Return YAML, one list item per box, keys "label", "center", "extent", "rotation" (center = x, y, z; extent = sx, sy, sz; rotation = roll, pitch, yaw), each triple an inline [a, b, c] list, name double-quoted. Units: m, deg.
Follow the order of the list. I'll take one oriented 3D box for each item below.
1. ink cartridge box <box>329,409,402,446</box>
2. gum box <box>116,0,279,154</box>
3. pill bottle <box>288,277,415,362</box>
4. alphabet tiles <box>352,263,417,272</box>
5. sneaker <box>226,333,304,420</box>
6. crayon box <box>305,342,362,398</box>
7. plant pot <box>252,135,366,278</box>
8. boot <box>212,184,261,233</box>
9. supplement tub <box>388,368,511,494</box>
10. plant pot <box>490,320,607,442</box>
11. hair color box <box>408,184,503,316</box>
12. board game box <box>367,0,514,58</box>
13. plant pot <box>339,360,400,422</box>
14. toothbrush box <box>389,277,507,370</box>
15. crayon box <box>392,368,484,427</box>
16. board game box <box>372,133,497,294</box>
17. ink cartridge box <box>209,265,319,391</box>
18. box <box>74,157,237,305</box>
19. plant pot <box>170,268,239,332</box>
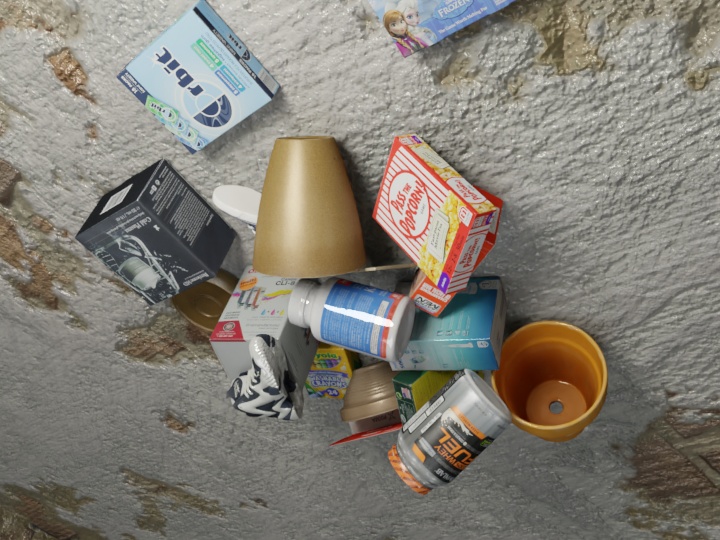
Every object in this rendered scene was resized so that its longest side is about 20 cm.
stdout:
- label: "ink cartridge box"
  center: [0.050, 0.306, 1.582]
  extent: [0.198, 0.172, 0.044]
  rotation: [-23, 81, 37]
- label: "gum box"
  center: [-0.252, -0.292, 1.173]
  extent: [0.199, 0.045, 0.170]
  rotation: [-25, 122, 36]
- label: "pill bottle"
  center: [-0.017, 0.075, 1.269]
  extent: [0.197, 0.113, 0.113]
  rotation: [15, 138, 17]
- label: "alphabet tiles"
  center: [0.000, 0.000, 1.287]
  extent: [0.165, 0.199, 0.006]
  rotation: [-6, 90, 38]
- label: "sneaker"
  center: [-0.186, 0.193, 1.317]
  extent: [0.128, 0.080, 0.200]
  rotation: [-9, 139, 13]
- label: "crayon box"
  center: [-0.070, 0.188, 1.585]
  extent: [0.124, 0.052, 0.202]
  rotation: [0, 133, 19]
- label: "plant pot"
  center: [-0.084, -0.108, 1.200]
  extent: [0.183, 0.186, 0.203]
  rotation: [2, 103, 17]
- label: "boot"
  center: [-0.170, -0.077, 1.337]
  extent: [0.197, 0.073, 0.091]
  rotation: [20, 131, -1]
- label: "supplement tub"
  center: [0.147, 0.274, 1.279]
  extent: [0.122, 0.123, 0.200]
  rotation: [39, 101, -21]
- label: "plant pot"
  center: [0.349, 0.223, 1.385]
  extent: [0.197, 0.203, 0.184]
  rotation: [0, 149, 19]
- label: "hair color box"
  center: [0.153, -0.029, 1.244]
  extent: [0.063, 0.112, 0.201]
  rotation: [25, 136, -5]
- label: "board game box"
  center: [0.087, -0.396, 0.949]
  extent: [0.198, 0.044, 0.200]
  rotation: [-19, 123, 34]
- label: "plant pot"
  center: [0.045, 0.230, 1.524]
  extent: [0.199, 0.200, 0.094]
  rotation: [-21, 84, 35]
- label: "toothbrush box"
  center: [0.150, 0.095, 1.344]
  extent: [0.197, 0.148, 0.086]
  rotation: [-3, 133, 21]
- label: "crayon box"
  center: [0.149, 0.208, 1.406]
  extent: [0.050, 0.199, 0.129]
  rotation: [12, 124, 44]
- label: "board game box"
  center: [0.105, -0.087, 1.146]
  extent: [0.200, 0.046, 0.153]
  rotation: [49, 139, 35]
- label: "ink cartridge box"
  center: [-0.163, 0.104, 1.426]
  extent: [0.143, 0.201, 0.146]
  rotation: [-3, 131, 20]
- label: "box"
  center: [-0.371, -0.065, 1.389]
  extent: [0.198, 0.125, 0.197]
  rotation: [-21, 126, 35]
- label: "plant pot"
  center: [-0.311, 0.067, 1.567]
  extent: [0.197, 0.028, 0.202]
  rotation: [9, 136, 9]
